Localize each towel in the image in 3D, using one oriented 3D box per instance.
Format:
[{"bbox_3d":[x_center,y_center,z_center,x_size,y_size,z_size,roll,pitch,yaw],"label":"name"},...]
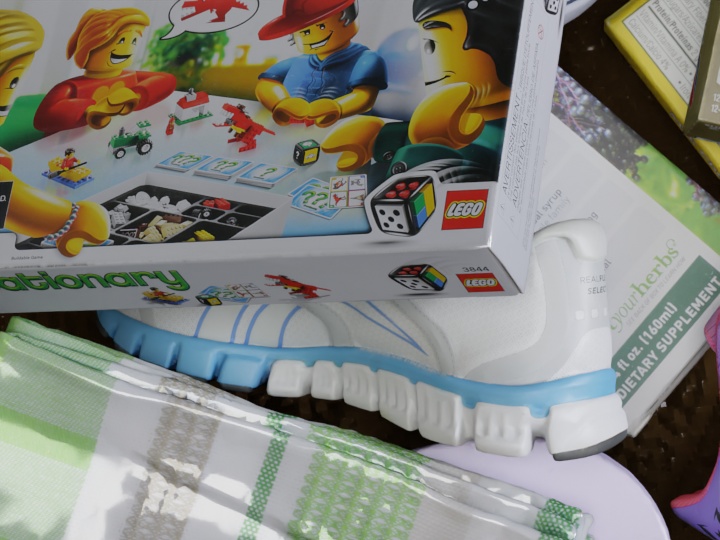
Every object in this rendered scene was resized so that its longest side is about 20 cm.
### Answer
[{"bbox_3d":[-0.042,0.114,0.858,0.200,0.031,0.149,19,90,5],"label":"towel"}]

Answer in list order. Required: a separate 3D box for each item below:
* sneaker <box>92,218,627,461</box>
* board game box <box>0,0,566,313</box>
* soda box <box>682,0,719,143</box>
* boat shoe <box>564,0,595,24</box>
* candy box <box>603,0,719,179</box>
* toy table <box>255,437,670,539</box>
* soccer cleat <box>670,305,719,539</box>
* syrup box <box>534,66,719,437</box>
[{"bbox_3d":[0.000,0.000,0.891,0.200,0.075,0.087,9,101,32],"label":"sneaker"},{"bbox_3d":[-0.039,-0.051,0.862,0.200,0.035,0.126,-3,61,22],"label":"board game box"},{"bbox_3d":[0.212,-0.058,0.919,0.200,0.064,0.068,12,88,2],"label":"soda box"},{"bbox_3d":[0.095,-0.154,0.907,0.202,0.086,0.075,-39,81,-23],"label":"boat shoe"},{"bbox_3d":[0.184,-0.038,0.965,0.102,0.026,0.200,-37,87,-1],"label":"candy box"},{"bbox_3d":[0.015,0.134,0.926,0.200,0.117,0.184,-27,87,3],"label":"toy table"},{"bbox_3d":[0.145,-0.003,0.870,0.073,0.068,0.200,13,100,30],"label":"soccer cleat"},{"bbox_3d":[0.040,-0.037,0.947,0.200,0.081,0.079,41,90,3],"label":"syrup box"}]
